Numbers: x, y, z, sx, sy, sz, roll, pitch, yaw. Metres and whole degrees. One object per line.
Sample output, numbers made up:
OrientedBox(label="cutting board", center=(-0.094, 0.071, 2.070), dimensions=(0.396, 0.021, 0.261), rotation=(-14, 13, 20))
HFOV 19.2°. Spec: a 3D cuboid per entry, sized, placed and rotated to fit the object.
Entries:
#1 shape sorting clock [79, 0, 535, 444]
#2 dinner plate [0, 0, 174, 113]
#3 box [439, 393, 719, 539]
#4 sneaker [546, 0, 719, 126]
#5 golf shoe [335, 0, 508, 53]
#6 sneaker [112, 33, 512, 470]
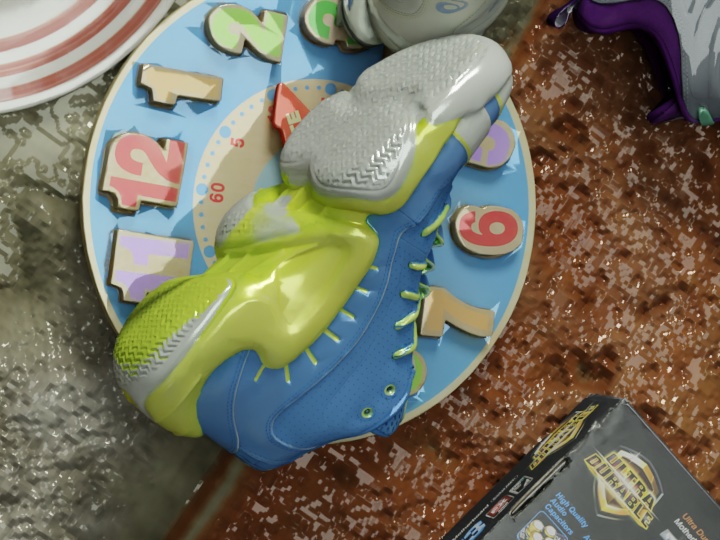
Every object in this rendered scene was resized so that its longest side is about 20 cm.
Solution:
OrientedBox(label="shape sorting clock", center=(-0.018, -0.027, 0.891), dimensions=(0.200, 0.039, 0.200), rotation=(0, 90, -15))
OrientedBox(label="dinner plate", center=(-0.157, -0.159, 0.840), dimensions=(0.200, 0.024, 0.201), rotation=(-7, 113, -17))
OrientedBox(label="box", center=(0.101, 0.191, 0.917), dimensions=(0.198, 0.050, 0.200), rotation=(-44, 100, -12))
OrientedBox(label="sneaker", center=(0.179, -0.078, 0.937), dimensions=(0.200, 0.074, 0.088), rotation=(40, 94, -2))
OrientedBox(label="golf shoe", center=(0.061, -0.175, 0.875), dimensions=(0.078, 0.097, 0.200), rotation=(22, 71, -14))
OrientedBox(label="sneaker", center=(0.000, 0.000, 0.846), dimensions=(0.200, 0.076, 0.105), rotation=(-42, 118, 6))
